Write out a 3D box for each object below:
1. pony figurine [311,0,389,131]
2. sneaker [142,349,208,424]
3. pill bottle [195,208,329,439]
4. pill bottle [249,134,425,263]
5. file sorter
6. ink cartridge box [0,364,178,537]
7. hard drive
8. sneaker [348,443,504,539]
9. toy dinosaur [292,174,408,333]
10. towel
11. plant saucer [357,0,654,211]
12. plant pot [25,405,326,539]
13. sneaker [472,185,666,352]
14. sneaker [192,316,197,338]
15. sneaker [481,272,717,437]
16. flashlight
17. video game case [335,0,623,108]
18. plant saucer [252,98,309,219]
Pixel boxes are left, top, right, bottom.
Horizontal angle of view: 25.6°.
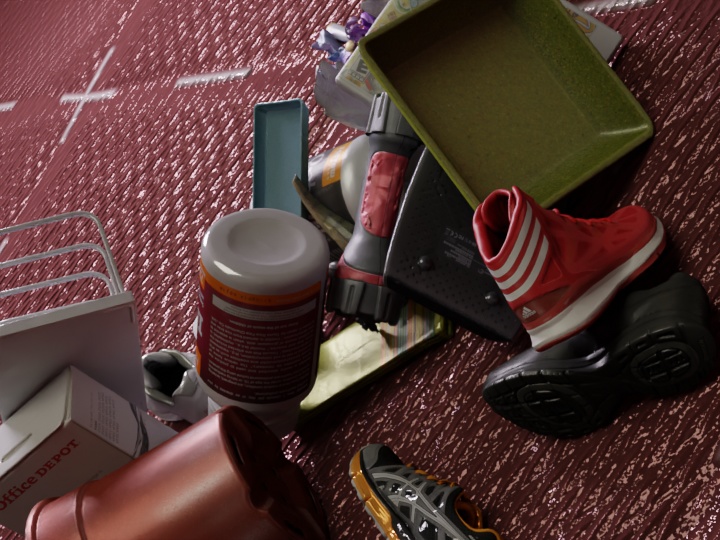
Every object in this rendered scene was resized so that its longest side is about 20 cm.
[{"bbox_3d":[0.032,-0.202,1.556,0.200,0.193,0.167,19,84,62],"label":"pony figurine"},{"bbox_3d":[-0.193,0.108,1.620,0.200,0.099,0.078,9,66,56],"label":"sneaker"},{"bbox_3d":[-0.090,0.054,1.414,0.113,0.113,0.200,-104,17,-52],"label":"pill bottle"},{"bbox_3d":[-0.004,-0.066,1.530,0.200,0.116,0.117,-21,44,42],"label":"pill bottle"},{"bbox_3d":[-0.292,0.060,1.520,0.139,0.200,0.125,-15,55,-14],"label":"file sorter"},{"bbox_3d":[-0.246,0.200,1.501,0.147,0.200,0.083,-39,33,21],"label":"ink cartridge box"},{"bbox_3d":[0.099,-0.046,1.350,0.042,0.135,0.200,-45,20,60],"label":"hard drive"},{"bbox_3d":[0.054,0.194,1.245,0.077,0.078,0.200,-37,36,0],"label":"sneaker"},{"bbox_3d":[0.000,0.000,1.447,0.200,0.047,0.088,33,102,22],"label":"toy dinosaur"},{"bbox_3d":[0.006,0.074,1.473,0.200,0.018,0.086,-34,33,29],"label":"towel"},{"bbox_3d":[0.118,-0.143,1.335,0.200,0.200,0.048,-33,-6,-29],"label":"plant saucer"},{"bbox_3d":[-0.148,0.229,1.370,0.195,0.201,0.201,-36,34,11],"label":"plant pot"},{"bbox_3d":[0.159,-0.032,1.205,0.078,0.116,0.200,-31,7,35],"label":"sneaker"},{"bbox_3d":[-0.120,0.048,1.610,0.200,0.071,0.073,0,59,53],"label":"sneaker"},{"bbox_3d":[0.183,0.064,1.210,0.200,0.076,0.091,-21,33,31],"label":"sneaker"},{"bbox_3d":[0.020,-0.055,1.387,0.068,0.068,0.200,10,86,27],"label":"flashlight"},{"bbox_3d":[0.109,-0.192,1.451,0.182,0.200,0.023,-56,-8,-8],"label":"video game case"},{"bbox_3d":[-0.075,-0.060,1.505,0.070,0.019,0.200,-1,88,44],"label":"plant saucer"}]
